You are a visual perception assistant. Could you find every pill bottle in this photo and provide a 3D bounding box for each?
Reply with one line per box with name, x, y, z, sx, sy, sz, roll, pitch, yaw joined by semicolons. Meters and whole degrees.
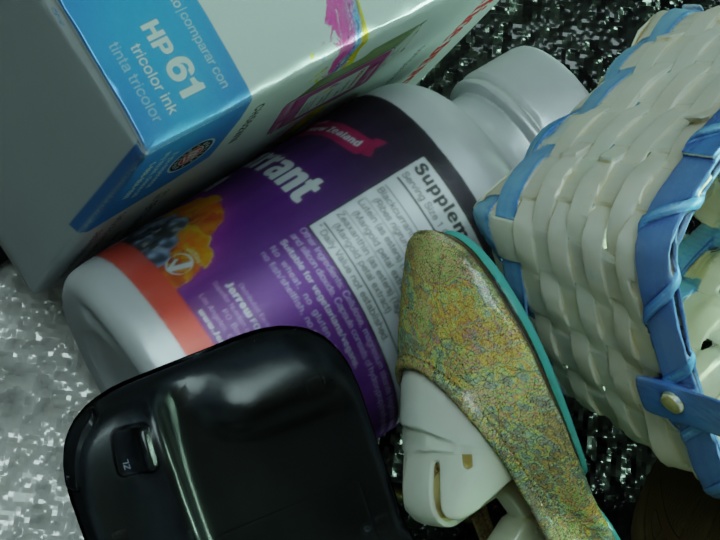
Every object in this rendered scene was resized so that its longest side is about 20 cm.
pill bottle;0.000;0.000;0.828;0.199;0.112;0.112;-32;69;-17

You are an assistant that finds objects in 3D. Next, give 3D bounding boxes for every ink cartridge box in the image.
ink cartridge box;-0.043;-0.090;0.823;0.199;0.144;0.085;-32;86;-30

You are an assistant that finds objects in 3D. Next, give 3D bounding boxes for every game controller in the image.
game controller;-0.026;0.122;0.755;0.104;0.042;0.201;-23;105;-22

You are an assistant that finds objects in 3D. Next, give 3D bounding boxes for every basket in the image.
basket;0.155;-0.010;0.741;0.176;0.140;0.199;-43;34;-27

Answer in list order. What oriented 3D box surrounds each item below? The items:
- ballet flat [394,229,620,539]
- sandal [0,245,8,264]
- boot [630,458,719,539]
ballet flat;0.051;0.084;0.765;0.071;0.071;0.201;-34;111;-17
sandal;-0.125;-0.055;0.888;0.076;0.043;0.200;40;69;17
boot;0.202;0.123;0.789;0.155;0.200;0.073;22;89;-32
